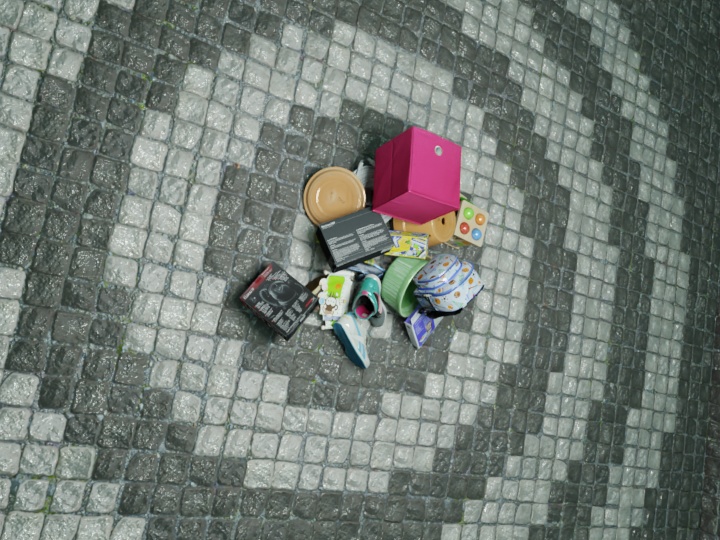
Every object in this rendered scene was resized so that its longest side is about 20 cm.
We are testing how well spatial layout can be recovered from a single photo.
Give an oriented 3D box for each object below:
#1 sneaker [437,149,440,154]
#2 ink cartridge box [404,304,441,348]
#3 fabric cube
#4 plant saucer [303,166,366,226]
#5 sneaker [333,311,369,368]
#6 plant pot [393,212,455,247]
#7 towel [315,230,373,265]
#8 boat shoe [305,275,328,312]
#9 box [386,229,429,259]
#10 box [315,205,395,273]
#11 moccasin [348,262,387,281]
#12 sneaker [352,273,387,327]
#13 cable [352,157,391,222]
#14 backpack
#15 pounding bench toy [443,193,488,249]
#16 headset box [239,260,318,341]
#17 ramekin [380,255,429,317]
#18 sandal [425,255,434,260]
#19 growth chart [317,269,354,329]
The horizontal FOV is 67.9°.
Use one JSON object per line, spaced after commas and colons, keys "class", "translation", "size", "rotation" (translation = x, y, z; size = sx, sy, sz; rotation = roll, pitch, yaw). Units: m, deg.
{"class": "sneaker", "translation": [0.213, -0.374, 1.872], "size": [0.077, 0.076, 0.200], "rotation": [40, 70, 4]}
{"class": "ink cartridge box", "translation": [0.226, 0.135, 1.797], "size": [0.198, 0.043, 0.201], "rotation": [-48, 147, -21]}
{"class": "fabric cube", "translation": [0.168, -0.275, 1.599], "size": [0.195, 0.199, 0.202], "rotation": [14, 72, -30]}
{"class": "plant saucer", "translation": [-0.081, -0.224, 1.682], "size": [0.198, 0.032, 0.203], "rotation": [0, 96, -2]}
{"class": "sneaker", "translation": [-0.010, 0.227, 1.705], "size": [0.081, 0.076, 0.201], "rotation": [-40, 120, -32]}
{"class": "plant pot", "translation": [0.225, -0.161, 1.787], "size": [0.199, 0.139, 0.203], "rotation": [-3, 95, -46]}
{"class": "towel", "translation": [-0.049, -0.073, 1.697], "size": [0.198, 0.086, 0.018], "rotation": [22, 110, -15]}
{"class": "boat shoe", "translation": [-0.158, 0.102, 1.656], "size": [0.200, 0.072, 0.072], "rotation": [-49, 119, -19]}
{"class": "box", "translation": [0.116, -0.088, 1.713], "size": [0.198, 0.064, 0.071], "rotation": [6, 108, 13]}
{"class": "box", "translation": [-0.017, -0.096, 1.623], "size": [0.198, 0.079, 0.142], "rotation": [-20, 80, -18]}
{"class": "moccasin", "translation": [0.000, 0.000, 1.742], "size": [0.198, 0.080, 0.069], "rotation": [23, 82, -9]}
{"class": "sneaker", "translation": [0.031, 0.125, 1.691], "size": [0.121, 0.083, 0.202], "rotation": [-57, 143, -47]}
{"class": "cable", "translation": [0.026, -0.240, 1.763], "size": [0.200, 0.069, 0.201], "rotation": [40, 72, -20]}
{"class": "backpack", "translation": [0.269, 0.039, 1.624], "size": [0.200, 0.190, 0.155], "rotation": [-48, 119, -21]}
{"class": "pounding bench toy", "translation": [0.363, -0.193, 1.879], "size": [0.123, 0.156, 0.202], "rotation": [21, 78, -25]}
{"class": "headset box", "translation": [-0.243, 0.084, 1.569], "size": [0.199, 0.077, 0.149], "rotation": [37, 72, 10]}
{"class": "ramekin", "translation": [0.154, 0.042, 1.748], "size": [0.200, 0.097, 0.201], "rotation": [-37, 143, -34]}
{"class": "sandal", "translation": [0.265, -0.013, 1.885], "size": [0.211, 0.077, 0.070], "rotation": [37, 41, -27]}
{"class": "growth chart", "translation": [-0.077, 0.092, 1.675], "size": [0.144, 0.018, 0.202], "rotation": [-7, 108, -44]}
